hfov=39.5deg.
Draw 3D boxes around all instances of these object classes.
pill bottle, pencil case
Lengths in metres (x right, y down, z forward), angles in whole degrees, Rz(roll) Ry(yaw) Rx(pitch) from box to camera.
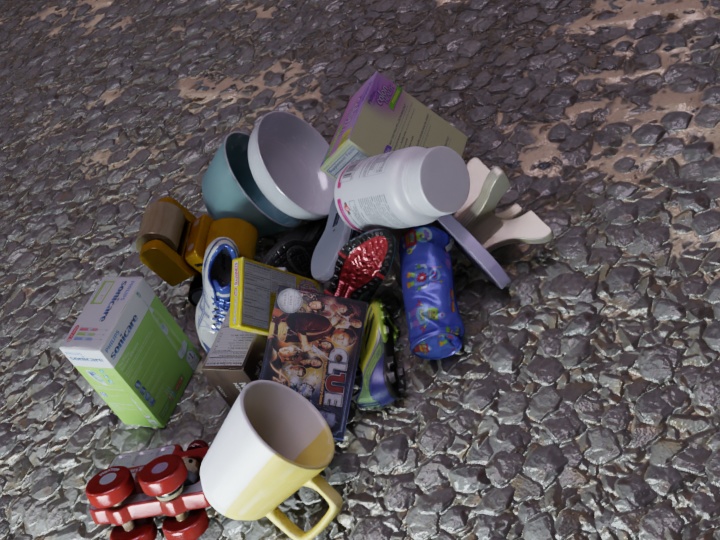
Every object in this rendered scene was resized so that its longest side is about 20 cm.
[{"bbox_3d":[0.060,-0.119,1.470,0.200,0.113,0.114,-6,41,54],"label":"pill bottle"},{"bbox_3d":[0.106,0.029,1.482,0.086,0.078,0.201,-17,60,22],"label":"pencil case"}]

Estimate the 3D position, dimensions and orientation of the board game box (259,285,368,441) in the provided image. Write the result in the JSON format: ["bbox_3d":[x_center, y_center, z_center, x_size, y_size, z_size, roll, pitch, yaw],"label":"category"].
[{"bbox_3d":[-0.072,0.132,1.438,0.135,0.035,0.201,10,75,-1],"label":"board game box"}]

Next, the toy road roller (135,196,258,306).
[{"bbox_3d":[-0.264,-0.044,1.696,0.146,0.200,0.123,-28,38,30],"label":"toy road roller"}]

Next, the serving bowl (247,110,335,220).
[{"bbox_3d":[-0.118,-0.167,1.699,0.066,0.200,0.201,-33,33,35],"label":"serving bowl"}]

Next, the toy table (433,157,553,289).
[{"bbox_3d":[0.189,-0.079,1.524,0.117,0.184,0.200,-42,72,1],"label":"toy table"}]

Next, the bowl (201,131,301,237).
[{"bbox_3d":[-0.206,-0.135,1.783,0.105,0.201,0.201,-33,37,24],"label":"bowl"}]

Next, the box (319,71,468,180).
[{"bbox_3d":[0.058,-0.196,1.670,0.097,0.199,0.177,-38,25,48],"label":"box"}]

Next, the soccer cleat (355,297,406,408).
[{"bbox_3d":[0.017,0.118,1.489,0.083,0.065,0.201,-24,39,17],"label":"soccer cleat"}]

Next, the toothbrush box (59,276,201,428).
[{"bbox_3d":[-0.353,0.128,1.564,0.086,0.200,0.146,1,49,27],"label":"toothbrush box"}]

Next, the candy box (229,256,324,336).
[{"bbox_3d":[-0.121,0.051,1.506,0.026,0.200,0.103,-11,72,33],"label":"candy box"}]

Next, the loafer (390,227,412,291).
[{"bbox_3d":[0.069,-0.039,1.594,0.063,0.072,0.201,-19,65,-14],"label":"loafer"}]

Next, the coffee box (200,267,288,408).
[{"bbox_3d":[-0.155,0.107,1.548,0.079,0.113,0.201,-4,47,27],"label":"coffee box"}]

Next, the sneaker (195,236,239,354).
[{"bbox_3d":[-0.226,0.047,1.596,0.075,0.201,0.088,-2,0,-9],"label":"sneaker"}]

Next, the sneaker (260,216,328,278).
[{"bbox_3d":[-0.112,-0.028,1.680,0.090,0.076,0.200,-6,18,37],"label":"sneaker"}]

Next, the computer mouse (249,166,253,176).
[{"bbox_3d":[-0.124,-0.169,1.780,0.034,0.199,0.059,-33,62,35],"label":"computer mouse"}]

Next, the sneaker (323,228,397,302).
[{"bbox_3d":[0.000,0.000,1.539,0.079,0.200,0.096,37,37,3],"label":"sneaker"}]

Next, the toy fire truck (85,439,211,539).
[{"bbox_3d":[-0.287,0.302,1.436,0.199,0.113,0.168,-14,24,13],"label":"toy fire truck"}]

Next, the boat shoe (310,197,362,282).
[{"bbox_3d":[-0.014,-0.043,1.634,0.071,0.091,0.201,-26,35,40],"label":"boat shoe"}]

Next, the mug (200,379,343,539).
[{"bbox_3d":[-0.130,0.265,1.328,0.153,0.149,0.187,-50,46,23],"label":"mug"}]
